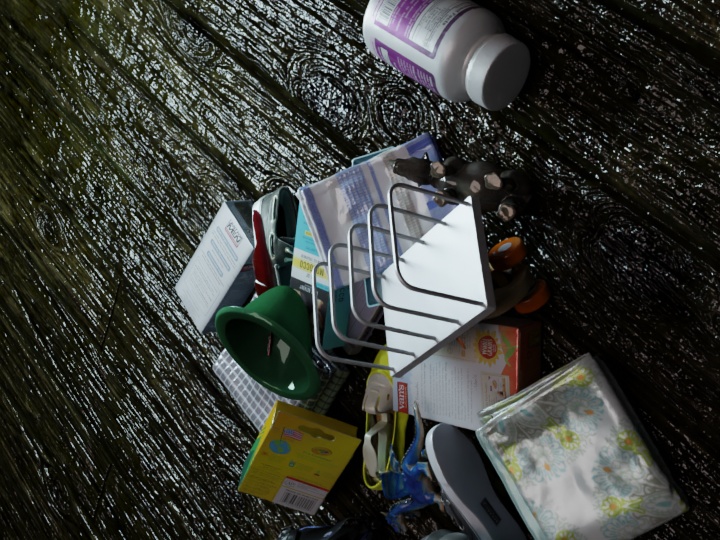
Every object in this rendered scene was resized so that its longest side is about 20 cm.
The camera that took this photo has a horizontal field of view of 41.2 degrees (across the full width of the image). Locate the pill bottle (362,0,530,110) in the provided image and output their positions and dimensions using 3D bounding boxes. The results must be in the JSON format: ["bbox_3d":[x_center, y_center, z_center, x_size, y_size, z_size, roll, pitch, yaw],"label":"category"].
[{"bbox_3d":[0.103,-0.270,1.142,0.199,0.111,0.114,39,120,34],"label":"pill bottle"}]

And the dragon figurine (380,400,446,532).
[{"bbox_3d":[0.060,0.264,1.241,0.098,0.059,0.202,-5,124,23],"label":"dragon figurine"}]

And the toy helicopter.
[{"bbox_3d":[0.123,0.029,1.158,0.079,0.132,0.199,57,157,-19],"label":"toy helicopter"}]

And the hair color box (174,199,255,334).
[{"bbox_3d":[-0.212,-0.005,1.512,0.100,0.060,0.201,54,128,25],"label":"hair color box"}]

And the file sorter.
[{"bbox_3d":[0.039,0.013,1.092,0.200,0.123,0.141,-42,44,49],"label":"file sorter"}]

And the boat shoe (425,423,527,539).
[{"bbox_3d":[0.133,0.286,1.191,0.201,0.070,0.066,54,139,-2],"label":"boat shoe"}]

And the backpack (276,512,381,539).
[{"bbox_3d":[-0.066,0.450,1.334,0.198,0.190,0.156,-24,94,43],"label":"backpack"}]

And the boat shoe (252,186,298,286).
[{"bbox_3d":[-0.113,-0.025,1.394,0.063,0.070,0.203,-27,65,38],"label":"boat shoe"}]

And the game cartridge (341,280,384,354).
[{"bbox_3d":[0.000,0.000,1.327,0.130,0.038,0.201,52,127,31],"label":"game cartridge"}]

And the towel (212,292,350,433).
[{"bbox_3d":[-0.124,0.145,1.426,0.200,0.085,0.167,46,123,30],"label":"towel"}]

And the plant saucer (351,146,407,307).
[{"bbox_3d":[0.031,-0.056,1.255,0.069,0.019,0.204,-13,76,31],"label":"plant saucer"}]

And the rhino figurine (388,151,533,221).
[{"bbox_3d":[0.116,-0.107,1.149,0.197,0.087,0.061,18,108,31],"label":"rhino figurine"}]

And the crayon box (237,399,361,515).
[{"bbox_3d":[-0.085,0.258,1.353,0.051,0.125,0.201,-80,15,-47],"label":"crayon box"}]

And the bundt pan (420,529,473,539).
[{"bbox_3d":[0.141,0.388,1.157,0.200,0.076,0.203,28,149,18],"label":"bundt pan"}]

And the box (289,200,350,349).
[{"bbox_3d":[-0.052,0.000,1.322,0.082,0.049,0.204,20,108,41],"label":"box"}]

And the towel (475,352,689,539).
[{"bbox_3d":[0.239,0.213,1.067,0.170,0.048,0.202,-35,82,27],"label":"towel"}]

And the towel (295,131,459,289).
[{"bbox_3d":[0.026,-0.077,1.228,0.197,0.024,0.149,-22,77,9],"label":"towel"}]

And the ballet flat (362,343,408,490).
[{"bbox_3d":[0.030,0.201,1.295,0.066,0.066,0.204,9,100,40],"label":"ballet flat"}]

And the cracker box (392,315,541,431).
[{"bbox_3d":[0.129,0.122,1.197,0.198,0.057,0.137,7,101,42],"label":"cracker box"}]

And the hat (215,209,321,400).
[{"bbox_3d":[-0.091,0.046,1.319,0.164,0.177,0.201,-1,132,42],"label":"hat"}]
